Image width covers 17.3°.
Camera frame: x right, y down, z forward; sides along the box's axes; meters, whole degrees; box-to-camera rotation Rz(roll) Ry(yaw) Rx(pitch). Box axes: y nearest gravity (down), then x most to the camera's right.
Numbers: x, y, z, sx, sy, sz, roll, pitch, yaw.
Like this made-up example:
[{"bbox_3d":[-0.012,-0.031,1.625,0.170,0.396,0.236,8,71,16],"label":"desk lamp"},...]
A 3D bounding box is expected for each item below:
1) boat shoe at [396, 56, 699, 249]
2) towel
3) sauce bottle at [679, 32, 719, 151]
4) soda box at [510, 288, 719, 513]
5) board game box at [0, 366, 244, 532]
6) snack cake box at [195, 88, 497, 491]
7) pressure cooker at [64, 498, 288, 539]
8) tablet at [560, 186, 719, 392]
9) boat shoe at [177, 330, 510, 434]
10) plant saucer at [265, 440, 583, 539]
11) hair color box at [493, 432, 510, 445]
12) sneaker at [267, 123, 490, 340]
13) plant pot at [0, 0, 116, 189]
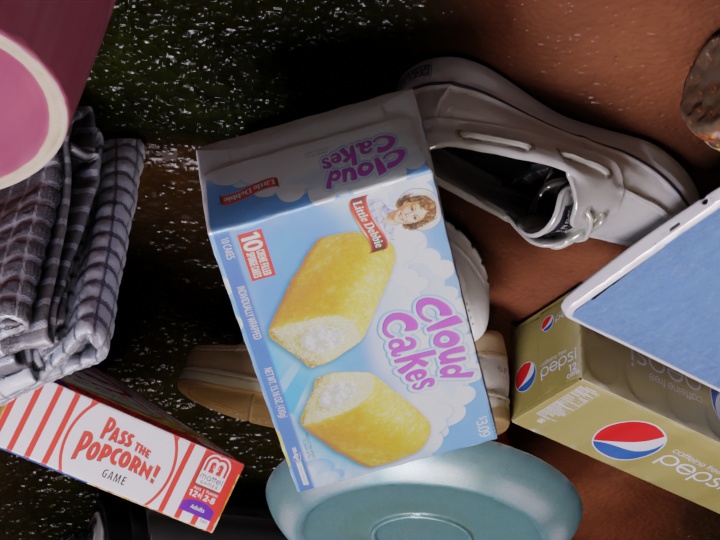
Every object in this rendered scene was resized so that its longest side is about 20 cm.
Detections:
[{"bbox_3d":[0.103,-0.046,1.264,0.199,0.066,0.072,28,137,-33],"label":"boat shoe"},{"bbox_3d":[-0.218,0.003,1.257,0.199,0.166,0.086,-23,131,29],"label":"towel"},{"bbox_3d":[0.259,-0.062,1.237,0.199,0.066,0.066,23,140,-26],"label":"sauce bottle"},{"bbox_3d":[0.184,0.084,1.445,0.199,0.068,0.064,26,139,-31],"label":"soda box"},{"bbox_3d":[-0.177,0.077,1.361,0.151,0.047,0.200,27,179,-33],"label":"board game box"},{"bbox_3d":[-0.004,0.014,1.216,0.114,0.067,0.201,-15,134,2],"label":"snack cake box"},{"bbox_3d":[-0.124,0.239,1.580,0.199,0.180,0.176,7,142,-14],"label":"pressure cooker"},{"bbox_3d":[0.216,0.014,1.348,0.130,0.014,0.200,-36,143,25],"label":"tablet"},{"bbox_3d":[-0.008,0.057,1.412,0.198,0.070,0.074,5,161,2],"label":"boat shoe"},{"bbox_3d":[0.039,0.157,1.474,0.199,0.028,0.201,3,148,2],"label":"plant saucer"},{"bbox_3d":[0.050,0.142,1.537,0.101,0.062,0.200,-5,144,12],"label":"hair color box"},{"bbox_3d":[0.000,0.000,1.314,0.074,0.088,0.200,-28,137,32],"label":"sneaker"},{"bbox_3d":[-0.183,-0.140,1.038,0.198,0.180,0.201,0,145,0],"label":"plant pot"}]
